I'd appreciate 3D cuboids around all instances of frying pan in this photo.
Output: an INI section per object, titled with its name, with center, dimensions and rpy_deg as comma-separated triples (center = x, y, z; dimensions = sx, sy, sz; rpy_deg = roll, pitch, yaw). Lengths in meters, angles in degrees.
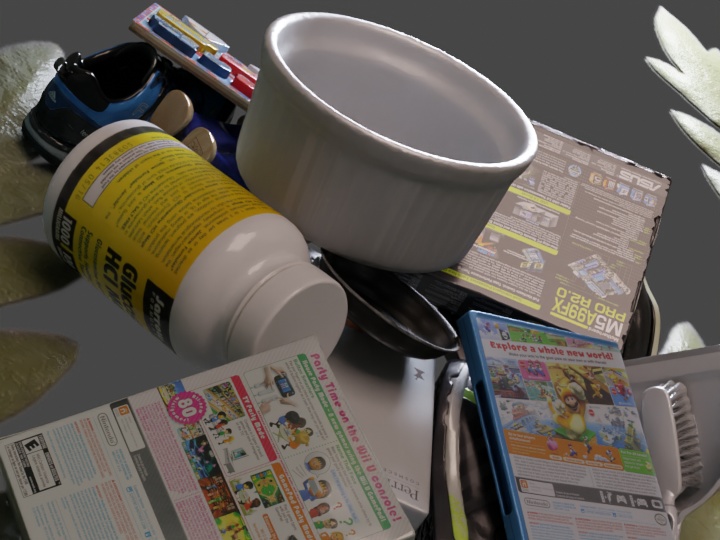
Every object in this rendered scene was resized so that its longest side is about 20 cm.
[frying pan]
center = -0.008, -0.001, 1.104
dimensions = 0.190, 0.031, 0.115
rpy_deg = 43, 15, 27

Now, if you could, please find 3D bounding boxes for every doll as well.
[doll]
center = -0.067, -0.075, 1.239
dimensions = 0.200, 0.048, 0.137
rpy_deg = 14, 37, -51

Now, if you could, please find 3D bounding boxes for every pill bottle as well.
[pill bottle]
center = -0.106, -0.007, 1.061
dimensions = 0.200, 0.113, 0.112
rpy_deg = 35, 32, 31

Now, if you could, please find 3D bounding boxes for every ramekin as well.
[ramekin]
center = 0.011, -0.086, 1.119
dimensions = 0.200, 0.098, 0.201
rpy_deg = 20, 28, -11

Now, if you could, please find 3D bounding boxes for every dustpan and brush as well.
[dustpan and brush]
center = 0.227, 0.156, 1.195
dimensions = 0.057, 0.139, 0.201
rpy_deg = 18, 63, -58

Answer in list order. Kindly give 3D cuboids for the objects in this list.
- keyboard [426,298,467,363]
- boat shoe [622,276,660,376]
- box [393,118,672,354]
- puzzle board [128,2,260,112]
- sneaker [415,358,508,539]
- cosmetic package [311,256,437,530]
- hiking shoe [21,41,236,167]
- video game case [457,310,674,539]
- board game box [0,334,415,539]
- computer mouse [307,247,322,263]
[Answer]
[keyboard]
center = 0.056, 0.011, 1.237
dimensions = 0.127, 0.021, 0.201
rpy_deg = -19, 70, -18
[boat shoe]
center = 0.196, 0.008, 1.309
dimensions = 0.063, 0.074, 0.202
rpy_deg = 17, 67, -37
[box]
center = 0.121, -0.033, 1.237
dimensions = 0.199, 0.044, 0.161
rpy_deg = 21, 64, -2
[puzzle board]
center = -0.084, -0.144, 1.264
dimensions = 0.200, 0.017, 0.151
rpy_deg = 35, 12, -9
[sneaker]
center = 0.078, 0.154, 1.096
dimensions = 0.082, 0.072, 0.201
rpy_deg = 13, 51, -12
[cosmetic package]
center = -0.009, 0.093, 1.098
dimensions = 0.101, 0.071, 0.200
rpy_deg = 23, 38, -15
[hiking shoe]
center = -0.156, -0.130, 1.223
dimensions = 0.074, 0.087, 0.200
rpy_deg = 47, 38, 17
[video game case]
center = 0.142, 0.127, 1.093
dimensions = 0.143, 0.018, 0.201
rpy_deg = 13, 52, -34
[board game box]
center = -0.089, 0.137, 0.931
dimensions = 0.199, 0.064, 0.148
rpy_deg = -17, 57, -17
[computer mouse]
center = -0.087, -0.026, 1.204
dimensions = 0.200, 0.034, 0.059
rpy_deg = 31, 37, -4
